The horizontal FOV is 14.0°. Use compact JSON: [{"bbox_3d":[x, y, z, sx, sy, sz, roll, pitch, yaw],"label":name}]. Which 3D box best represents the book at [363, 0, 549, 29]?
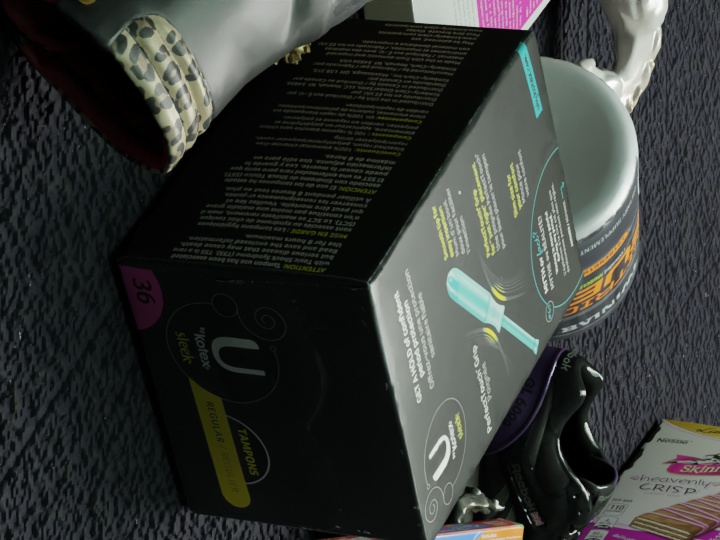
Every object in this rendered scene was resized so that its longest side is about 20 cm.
[{"bbox_3d":[0.060,-0.168,1.526,0.200,0.048,0.134,-52,142,-47],"label":"book"}]

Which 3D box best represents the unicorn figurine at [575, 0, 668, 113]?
[{"bbox_3d":[0.149,-0.176,1.676,0.138,0.074,0.200,81,20,-52],"label":"unicorn figurine"}]

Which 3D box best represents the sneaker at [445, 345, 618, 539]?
[{"bbox_3d":[0.097,0.136,1.615,0.076,0.087,0.201,-40,132,-56],"label":"sneaker"}]

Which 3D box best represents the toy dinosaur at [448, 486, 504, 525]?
[{"bbox_3d":[0.028,0.141,1.522,0.088,0.047,0.200,-65,147,-23],"label":"toy dinosaur"}]

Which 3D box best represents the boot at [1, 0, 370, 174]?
[{"bbox_3d":[-0.084,-0.152,1.160,0.151,0.073,0.200,-47,115,-27],"label":"boot"}]

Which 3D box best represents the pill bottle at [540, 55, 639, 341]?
[{"bbox_3d":[0.094,-0.027,1.528,0.200,0.106,0.107,73,29,-70],"label":"pill bottle"}]

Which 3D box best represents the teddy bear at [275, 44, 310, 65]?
[{"bbox_3d":[-0.028,-0.168,1.306,0.200,0.067,0.145,37,64,-61],"label":"teddy bear"}]

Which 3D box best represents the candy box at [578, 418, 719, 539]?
[{"bbox_3d":[0.221,0.168,1.837,0.200,0.136,0.061,-43,134,-56],"label":"candy box"}]

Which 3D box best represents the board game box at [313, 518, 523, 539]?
[{"bbox_3d":[0.013,0.182,1.464,0.200,0.019,0.103,1,99,-52],"label":"board game box"}]

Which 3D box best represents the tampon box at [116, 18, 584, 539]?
[{"bbox_3d":[0.000,0.000,1.329,0.200,0.126,0.150,-56,143,-45],"label":"tampon box"}]
